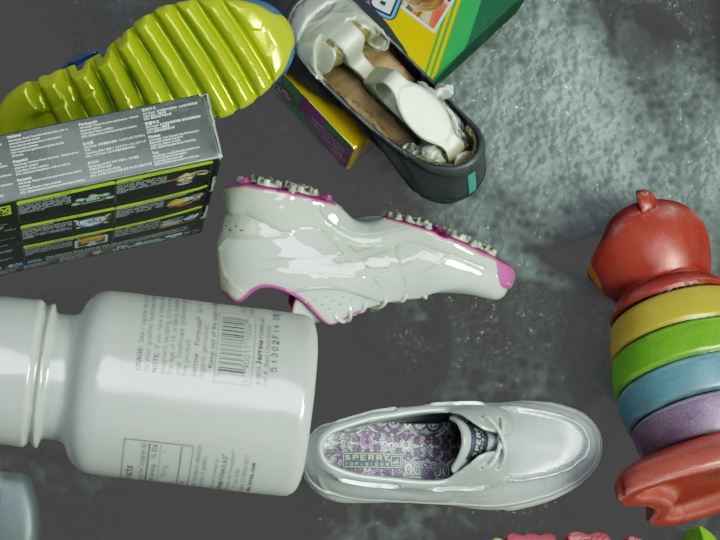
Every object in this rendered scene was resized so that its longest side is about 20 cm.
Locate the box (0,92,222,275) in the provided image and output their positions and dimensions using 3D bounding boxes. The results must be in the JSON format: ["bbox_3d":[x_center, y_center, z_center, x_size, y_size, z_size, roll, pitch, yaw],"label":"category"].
[{"bbox_3d":[-0.189,-0.043,1.117,0.198,0.193,0.048,-13,78,-10],"label":"box"}]

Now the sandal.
[{"bbox_3d":[-0.134,-0.123,1.176,0.199,0.087,0.080,-17,100,12],"label":"sandal"}]

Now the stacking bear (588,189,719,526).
[{"bbox_3d":[0.206,0.048,1.199,0.113,0.121,0.201,-20,65,17],"label":"stacking bear"}]

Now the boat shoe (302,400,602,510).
[{"bbox_3d":[0.062,0.113,1.181,0.198,0.069,0.073,4,76,-7],"label":"boat shoe"}]

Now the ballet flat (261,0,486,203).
[{"bbox_3d":[0.007,-0.126,1.173,0.073,0.073,0.200,-43,87,-15],"label":"ballet flat"}]

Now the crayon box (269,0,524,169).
[{"bbox_3d":[-0.014,-0.202,1.249,0.172,0.058,0.200,-43,86,-15],"label":"crayon box"}]

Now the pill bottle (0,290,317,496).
[{"bbox_3d":[-0.131,0.072,1.140,0.198,0.114,0.115,7,76,-7],"label":"pill bottle"}]

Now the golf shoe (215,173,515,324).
[{"bbox_3d":[0.000,0.000,1.206,0.198,0.075,0.092,15,90,-2],"label":"golf shoe"}]

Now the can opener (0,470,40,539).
[{"bbox_3d":[-0.232,0.222,1.122,0.066,0.053,0.202,3,78,-7],"label":"can opener"}]

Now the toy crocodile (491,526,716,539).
[{"bbox_3d":[0.138,0.192,1.176,0.198,0.068,0.062,3,71,-10],"label":"toy crocodile"}]
